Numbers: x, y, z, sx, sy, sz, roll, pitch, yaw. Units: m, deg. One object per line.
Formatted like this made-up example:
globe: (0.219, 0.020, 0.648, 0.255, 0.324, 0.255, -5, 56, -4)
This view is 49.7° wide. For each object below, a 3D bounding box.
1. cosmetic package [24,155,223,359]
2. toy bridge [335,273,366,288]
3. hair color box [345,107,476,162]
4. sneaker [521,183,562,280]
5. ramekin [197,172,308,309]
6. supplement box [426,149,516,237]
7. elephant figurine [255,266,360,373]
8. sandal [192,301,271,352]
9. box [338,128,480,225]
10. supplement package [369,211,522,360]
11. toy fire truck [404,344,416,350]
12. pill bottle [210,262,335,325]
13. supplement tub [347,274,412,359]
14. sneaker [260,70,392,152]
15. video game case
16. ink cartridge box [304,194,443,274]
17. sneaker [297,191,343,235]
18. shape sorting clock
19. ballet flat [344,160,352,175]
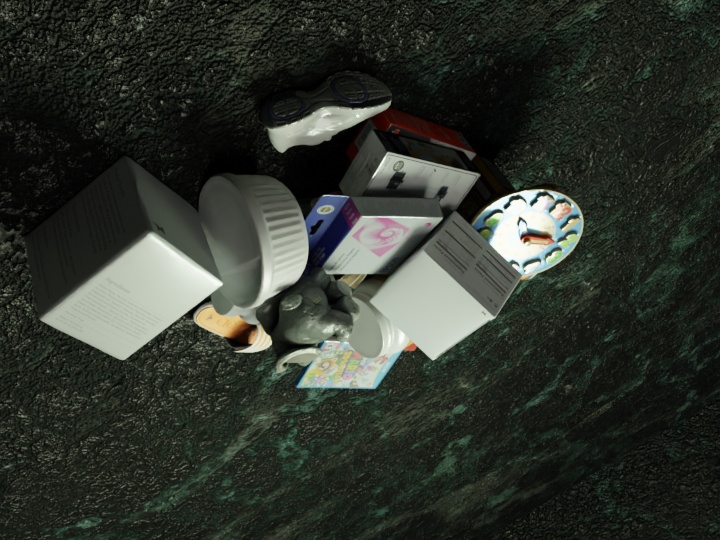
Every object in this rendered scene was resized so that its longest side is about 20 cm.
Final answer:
cosmetic package: (-0.338, -0.014, 1.109, 0.199, 0.168, 0.166, -36, 142, 9)
toy bridge: (0.000, 0.000, 1.373, 0.067, 0.027, 0.200, -51, 175, 25)
hair color box: (0.085, -0.193, 1.273, 0.199, 0.062, 0.102, 8, 129, -40)
sneaker: (0.275, -0.065, 1.366, 0.111, 0.078, 0.202, -9, 129, -23)
ramekin: (-0.159, -0.051, 1.173, 0.094, 0.203, 0.204, -16, 142, -35)
supplement box: (0.179, -0.101, 1.400, 0.085, 0.111, 0.200, 18, 123, -46)
elephant figurine: (-0.102, 0.103, 1.258, 0.155, 0.142, 0.200, 35, 123, -18)
sandal: (-0.220, 0.118, 1.428, 0.079, 0.059, 0.206, -45, 140, 20)
box: (0.079, -0.142, 1.228, 0.198, 0.060, 0.117, 6, 130, -37)
supplement package: (0.138, 0.030, 1.297, 0.111, 0.156, 0.200, -49, -178, -37)
toy fire truck: (0.011, 0.166, 1.637, 0.198, 0.049, 0.141, 9, 133, -39)
pill bottle: (-0.149, 0.037, 1.338, 0.198, 0.116, 0.116, 8, 130, -38)
supplement tub: (0.071, 0.068, 1.456, 0.199, 0.144, 0.145, -27, 148, -36)
sneaker: (-0.049, -0.232, 1.147, 0.198, 0.075, 0.087, -15, 153, -8)
video game case: (-0.021, 0.191, 1.593, 0.198, 0.018, 0.144, 6, 130, -34)
ink cartridge box: (0.000, -0.051, 1.224, 0.198, 0.044, 0.196, -2, 155, -26)
sneaker: (-0.061, -0.066, 1.329, 0.094, 0.080, 0.201, -2, 149, 10)
shape sorting clock: (0.271, -0.057, 1.286, 0.197, 0.039, 0.201, -6, 133, -6)
ballet flat: (0.054, -0.146, 1.317, 0.199, 0.058, 0.066, 5, 169, -44)
